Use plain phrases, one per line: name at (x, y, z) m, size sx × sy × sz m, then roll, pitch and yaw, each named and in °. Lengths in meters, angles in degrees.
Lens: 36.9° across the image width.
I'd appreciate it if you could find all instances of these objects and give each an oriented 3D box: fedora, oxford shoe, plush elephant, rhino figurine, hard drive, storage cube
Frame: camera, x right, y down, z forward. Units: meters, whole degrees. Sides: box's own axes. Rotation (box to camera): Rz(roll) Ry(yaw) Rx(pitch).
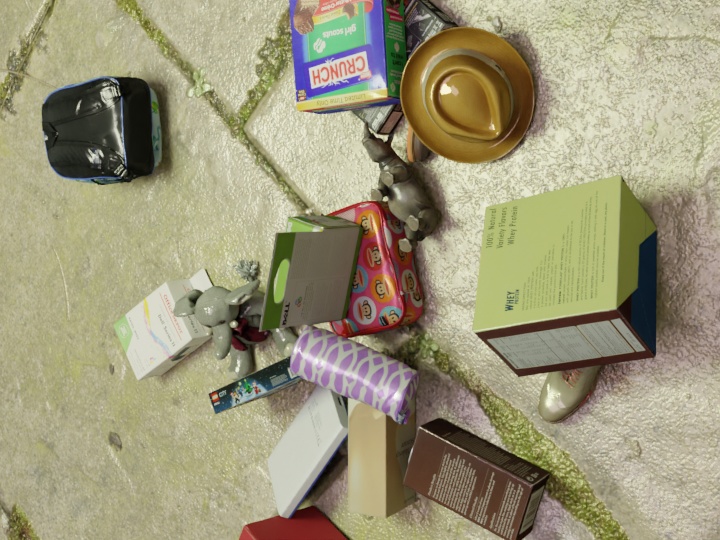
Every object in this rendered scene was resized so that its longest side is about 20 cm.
fedora at (0.151, -0.237, 1.509) m, size 0.197 × 0.082 × 0.204 m, roll 1°, pitch 110°, yaw 4°
oxford shoe at (0.298, 0.132, 1.498) m, size 0.071 × 0.073 × 0.202 m, roll 37°, pitch 113°, yaw 24°
plush elephant at (-0.210, 0.081, 1.772) m, size 0.163 × 0.154 × 0.203 m, roll -15°, pitch 87°, yaw 32°
rhino figurine at (0.052, -0.131, 1.612) m, size 0.059 × 0.087 × 0.202 m, roll -28°, pitch 89°, yaw 33°
hard drive at (-0.085, 0.283, 1.748) m, size 0.201 × 0.025 × 0.133 m, roll -57°, pitch 30°, yaw 23°
oxford shoe at (0.121, -0.244, 1.583) m, size 0.072 × 0.071 × 0.202 m, roll 23°, pitch 118°, yaw 9°
storage cube at (-0.105, 0.513, 1.727) m, size 0.179 × 0.199 × 0.173 m, roll 39°, pitch 114°, yaw 30°

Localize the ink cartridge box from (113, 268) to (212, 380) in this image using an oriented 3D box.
ink cartridge box at (-0.336, 0.094, 1.907) m, size 0.199 × 0.067 × 0.118 m, roll -36°, pitch 75°, yaw 30°

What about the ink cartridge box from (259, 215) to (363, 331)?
ink cartridge box at (-0.093, 0.000, 1.574) m, size 0.075 × 0.199 × 0.150 m, roll 20°, pitch 105°, yaw 34°

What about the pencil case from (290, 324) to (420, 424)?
pencil case at (-0.007, 0.151, 1.573) m, size 0.198 × 0.084 × 0.086 m, roll 25°, pitch 142°, yaw 16°

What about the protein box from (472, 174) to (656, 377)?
protein box at (0.272, 0.012, 1.419) m, size 0.198 × 0.135 × 0.201 m, roll -12°, pitch 53°, yaw 33°

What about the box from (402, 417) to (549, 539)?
box at (0.170, 0.309, 1.600) m, size 0.198 × 0.075 × 0.102 m, roll 24°, pitch 107°, yaw 27°

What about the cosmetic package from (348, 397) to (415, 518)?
cosmetic package at (0.034, 0.267, 1.665) m, size 0.070 × 0.105 × 0.203 m, roll 3°, pitch 97°, yaw 30°

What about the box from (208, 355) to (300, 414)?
box at (-0.130, 0.171, 1.741) m, size 0.198 × 0.136 × 0.038 m, roll -26°, pitch 83°, yaw 31°

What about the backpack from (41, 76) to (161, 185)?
backpack at (-0.453, -0.242, 1.903) m, size 0.197 × 0.146 × 0.186 m, roll -3°, pitch 94°, yaw 29°

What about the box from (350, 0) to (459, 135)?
box at (0.034, -0.333, 1.639) m, size 0.158 × 0.050 × 0.201 m, roll 44°, pitch 115°, yaw 22°

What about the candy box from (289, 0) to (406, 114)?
candy box at (-0.018, -0.342, 1.597) m, size 0.167 × 0.077 × 0.203 m, roll -3°, pitch 93°, yaw 33°

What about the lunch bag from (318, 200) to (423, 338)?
lunch bag at (0.000, 0.000, 1.680) m, size 0.174 × 0.081 × 0.203 m, roll -16°, pitch 84°, yaw 37°
